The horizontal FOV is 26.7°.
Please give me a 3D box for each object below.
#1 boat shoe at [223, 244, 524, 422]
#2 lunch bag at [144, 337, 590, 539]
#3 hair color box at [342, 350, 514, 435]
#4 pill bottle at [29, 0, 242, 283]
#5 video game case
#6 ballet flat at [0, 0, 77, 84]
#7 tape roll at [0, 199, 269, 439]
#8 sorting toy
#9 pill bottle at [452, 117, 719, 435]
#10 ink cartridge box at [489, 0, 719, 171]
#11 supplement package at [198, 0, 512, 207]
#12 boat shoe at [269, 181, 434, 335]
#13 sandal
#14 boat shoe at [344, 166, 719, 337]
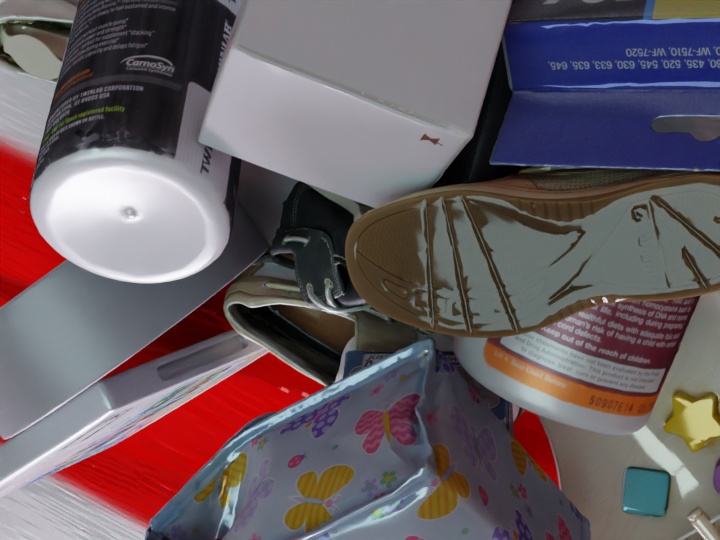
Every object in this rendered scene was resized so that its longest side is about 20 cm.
[{"bbox_3d":[0.005,0.054,0.943,0.198,0.068,0.075,25,122,14],"label":"boat shoe"},{"bbox_3d":[0.002,0.154,0.823,0.199,0.128,0.170,-30,120,23],"label":"lunch bag"},{"bbox_3d":[0.046,0.141,0.925,0.099,0.061,0.201,-1,129,9],"label":"hair color box"},{"bbox_3d":[-0.111,-0.102,0.826,0.105,0.202,0.107,3,142,2],"label":"pill bottle"},{"bbox_3d":[-0.165,0.095,0.981,0.199,0.182,0.024,-32,84,34],"label":"video game case"},{"bbox_3d":[-0.150,-0.125,0.939,0.198,0.069,0.070,17,120,19],"label":"ballet flat"},{"bbox_3d":[-0.154,0.017,0.926,0.199,0.200,0.066,-32,97,34],"label":"tape roll"},{"bbox_3d":[0.181,0.085,0.858,0.200,0.107,0.181,-39,79,34],"label":"sorting toy"},{"bbox_3d":[0.133,-0.028,0.791,0.113,0.114,0.202,24,104,15],"label":"pill bottle"},{"bbox_3d":[0.169,-0.134,0.698,0.196,0.201,0.047,3,141,25],"label":"ink cartridge box"},{"bbox_3d":[0.011,-0.149,0.735,0.116,0.202,0.117,20,160,-8],"label":"supplement package"},{"bbox_3d":[0.000,0.000,0.854,0.072,0.200,0.068,34,93,-28],"label":"boat shoe"},{"bbox_3d":[0.075,-0.096,0.785,0.042,0.202,0.076,21,168,-19],"label":"sandal"},{"bbox_3d":[0.092,-0.014,0.713,0.198,0.065,0.072,-3,106,18],"label":"boat shoe"}]
